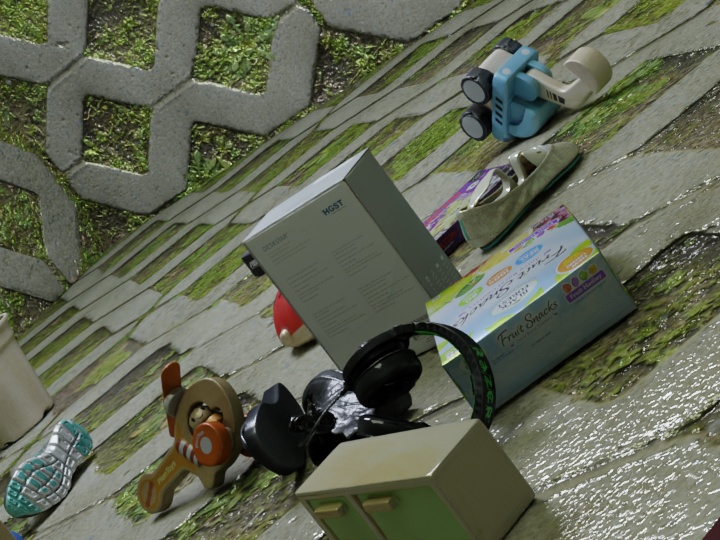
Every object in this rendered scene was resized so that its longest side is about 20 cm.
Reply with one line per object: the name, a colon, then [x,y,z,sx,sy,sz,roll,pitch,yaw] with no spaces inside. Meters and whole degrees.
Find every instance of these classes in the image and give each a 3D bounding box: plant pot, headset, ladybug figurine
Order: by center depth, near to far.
headset: [0.028,0.115,1.345,0.198,0.125,0.094,-15,-13,28]
ladybug figurine: [-0.048,0.021,2.030,0.135,0.072,0.200,-25,18,46]
plant pot: [-0.660,0.211,2.854,0.200,0.184,0.201,-35,12,9]

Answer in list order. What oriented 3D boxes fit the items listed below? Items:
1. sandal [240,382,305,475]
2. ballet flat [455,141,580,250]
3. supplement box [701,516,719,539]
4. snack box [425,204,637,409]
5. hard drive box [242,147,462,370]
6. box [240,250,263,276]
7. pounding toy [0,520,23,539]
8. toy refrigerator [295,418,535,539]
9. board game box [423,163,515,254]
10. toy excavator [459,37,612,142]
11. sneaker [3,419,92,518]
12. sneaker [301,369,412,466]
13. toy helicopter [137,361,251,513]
sandal: [-0.090,0.169,1.618,0.043,0.077,0.200,-34,2,7]
ballet flat: [0.184,-0.104,1.837,0.200,0.063,0.067,-45,14,-30]
supplement box: [0.251,0.126,0.609,0.200,0.133,0.197,-44,14,-27]
snack box: [0.148,0.031,1.427,0.168,0.068,0.200,-36,14,6]
hard drive box: [0.000,0.000,1.657,0.155,0.201,0.077,-28,15,34]
box: [-0.087,-0.083,2.602,0.160,0.044,0.200,-23,19,50]
pounding toy: [-0.494,0.320,1.957,0.142,0.185,0.199,-42,13,-23]
toy refrigerator: [0.036,0.173,1.210,0.070,0.076,0.199,-45,14,-30]
board game box: [0.114,-0.060,1.969,0.200,0.032,0.120,-43,8,-20]
toy excavator: [0.240,-0.240,2.113,0.100,0.199,0.196,-45,-30,-32]
sneaker: [-0.447,0.297,2.225,0.091,0.077,0.200,-49,1,30]
sneaker: [-0.023,0.146,1.521,0.104,0.060,0.199,-41,16,-32]
toy helicopter: [-0.196,0.191,1.741,0.078,0.133,0.200,-7,-35,-49]
